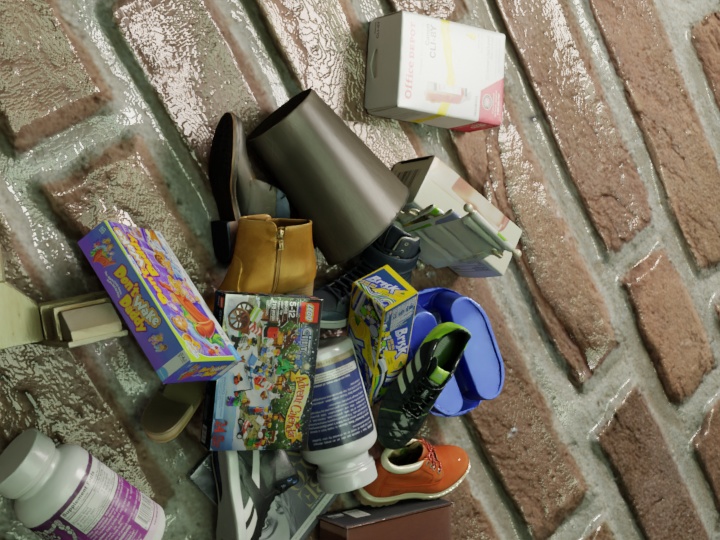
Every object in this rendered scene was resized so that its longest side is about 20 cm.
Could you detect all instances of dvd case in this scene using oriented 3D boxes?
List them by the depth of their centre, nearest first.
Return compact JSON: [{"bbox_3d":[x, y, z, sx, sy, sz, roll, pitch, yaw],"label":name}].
[{"bbox_3d":[-0.127,0.294,1.505,0.149,0.016,0.200,-49,115,-24],"label":"dvd case"}]

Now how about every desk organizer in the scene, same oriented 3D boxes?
[{"bbox_3d":[0.038,0.383,1.573,0.200,0.072,0.077,-3,94,-38],"label":"desk organizer"}]

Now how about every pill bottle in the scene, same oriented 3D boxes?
[{"bbox_3d":[-0.341,0.280,1.306,0.200,0.112,0.112,44,67,-25],"label":"pill bottle"},{"bbox_3d":[-0.041,0.200,1.499,0.111,0.111,0.200,-18,96,-32],"label":"pill bottle"}]

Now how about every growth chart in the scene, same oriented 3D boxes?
[{"bbox_3d":[0.113,-0.049,1.565,0.145,0.200,0.018,44,53,-35],"label":"growth chart"}]

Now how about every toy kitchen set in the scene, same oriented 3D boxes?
[{"bbox_3d":[-0.357,-0.004,1.265,0.200,0.163,0.181,-11,96,-33],"label":"toy kitchen set"}]

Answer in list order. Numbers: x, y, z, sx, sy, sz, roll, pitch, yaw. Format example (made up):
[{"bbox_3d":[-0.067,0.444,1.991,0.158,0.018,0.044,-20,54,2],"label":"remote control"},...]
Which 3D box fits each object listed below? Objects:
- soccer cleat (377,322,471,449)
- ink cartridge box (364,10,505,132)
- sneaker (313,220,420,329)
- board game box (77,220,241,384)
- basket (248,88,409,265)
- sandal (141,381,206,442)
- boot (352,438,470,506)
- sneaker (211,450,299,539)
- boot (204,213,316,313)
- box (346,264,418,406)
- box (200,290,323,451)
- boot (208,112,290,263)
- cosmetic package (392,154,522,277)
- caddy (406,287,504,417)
[{"bbox_3d":[0.087,0.158,1.508,0.068,0.081,0.200,33,77,-12],"label":"soccer cleat"},{"bbox_3d":[0.114,-0.294,1.624,0.200,0.083,0.145,4,88,-33],"label":"ink cartridge box"},{"bbox_3d":[-0.001,-0.001,1.517,0.202,0.077,0.146,-14,134,-40],"label":"sneaker"},{"bbox_3d":[-0.237,0.039,1.292,0.045,0.134,0.200,-38,76,13],"label":"board game box"},{"bbox_3d":[-0.049,-0.136,1.488,0.200,0.136,0.180,50,40,-18],"label":"basket"},{"bbox_3d":[-0.208,0.154,1.431,0.212,0.078,0.070,-51,150,-34],"label":"sandal"},{"bbox_3d":[0.094,0.284,1.588,0.200,0.107,0.075,-7,53,-35],"label":"boot"},{"bbox_3d":[-0.131,0.315,1.449,0.112,0.073,0.200,-4,91,-31],"label":"sneaker"},{"bbox_3d":[-0.157,0.001,1.418,0.201,0.071,0.144,-9,108,-15],"label":"boot"},{"bbox_3d":[0.025,0.094,1.512,0.064,0.070,0.200,-26,142,-31],"label":"box"},{"bbox_3d":[-0.126,0.129,1.390,0.137,0.038,0.200,4,95,-28],"label":"box"},{"bbox_3d":[-0.147,-0.112,1.458,0.097,0.075,0.200,-5,105,-32],"label":"boot"},{"bbox_3d":[0.133,-0.078,1.626,0.200,0.103,0.087,38,67,-29],"label":"cosmetic package"},{"bbox_3d":[0.128,0.124,1.623,0.141,0.105,0.200,-19,94,-11],"label":"caddy"}]
